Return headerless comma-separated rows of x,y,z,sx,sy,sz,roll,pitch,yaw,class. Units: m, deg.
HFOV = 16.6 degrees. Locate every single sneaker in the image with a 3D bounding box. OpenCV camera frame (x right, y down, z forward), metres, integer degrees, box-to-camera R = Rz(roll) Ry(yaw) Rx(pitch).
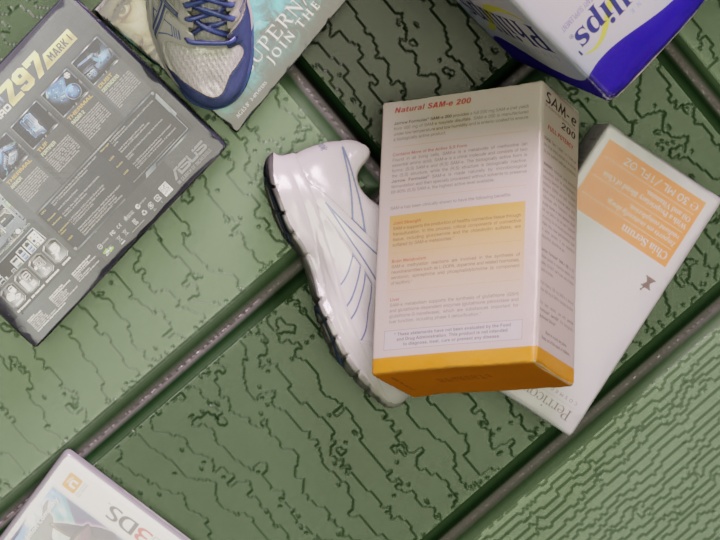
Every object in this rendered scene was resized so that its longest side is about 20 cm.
0.000,0.000,1.752,0.087,0.075,0.201,-21,94,-7,sneaker
-0.112,-0.202,1.682,0.075,0.088,0.201,-7,108,-3,sneaker

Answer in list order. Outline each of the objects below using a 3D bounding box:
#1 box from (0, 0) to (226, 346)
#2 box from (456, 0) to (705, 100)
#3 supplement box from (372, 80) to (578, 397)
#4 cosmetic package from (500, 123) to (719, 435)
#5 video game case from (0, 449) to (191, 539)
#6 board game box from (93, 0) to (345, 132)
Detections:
-0.217,-0.071,1.743,0.158,0.051,0.200,43,90,-5,box
0.107,-0.228,1.666,0.200,0.184,0.105,42,89,-22,box
0.081,-0.020,1.701,0.125,0.073,0.201,-5,72,27,supplement box
0.159,0.005,1.760,0.101,0.071,0.201,32,91,-5,cosmetic package
-0.199,0.262,1.774,0.182,0.023,0.200,37,90,-4,video game case
-0.076,-0.218,1.756,0.135,0.028,0.200,39,89,-5,board game box
